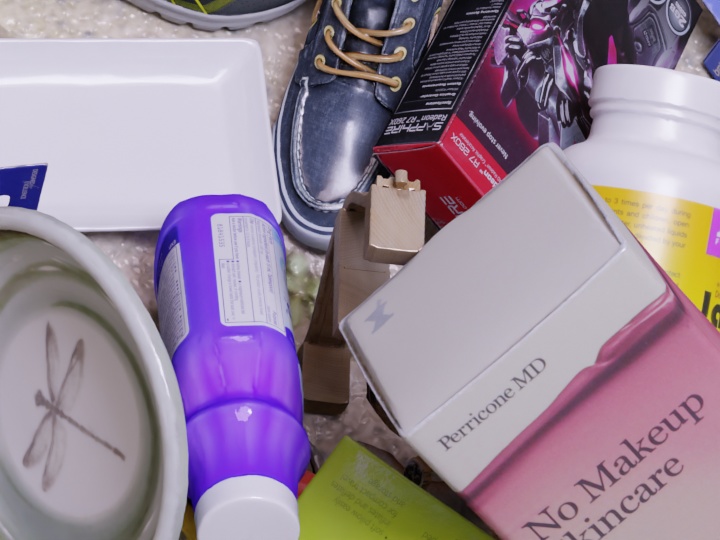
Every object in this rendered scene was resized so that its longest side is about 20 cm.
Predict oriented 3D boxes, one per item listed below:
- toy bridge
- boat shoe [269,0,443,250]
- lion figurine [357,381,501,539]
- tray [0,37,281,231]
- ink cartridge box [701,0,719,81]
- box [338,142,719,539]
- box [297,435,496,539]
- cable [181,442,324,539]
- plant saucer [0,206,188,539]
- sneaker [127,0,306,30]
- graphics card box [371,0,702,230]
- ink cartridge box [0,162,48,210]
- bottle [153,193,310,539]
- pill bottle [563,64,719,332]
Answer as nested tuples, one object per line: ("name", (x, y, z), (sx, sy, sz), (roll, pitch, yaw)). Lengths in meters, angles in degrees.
("toy bridge", (0.000, 0.000, 1.343), (0.027, 0.200, 0.068), (6, 64, -9))
("boat shoe", (0.001, -0.115, 1.446), (0.070, 0.091, 0.202), (14, 70, 1))
("lion figurine", (0.068, 0.145, 1.369), (0.122, 0.072, 0.201), (10, 55, -38))
("tray", (-0.143, -0.066, 1.433), (0.198, 0.022, 0.108), (-1, 68, -15))
("ink cartridge box", (0.273, -0.093, 1.546), (0.119, 0.042, 0.201), (-31, 80, -24))
("box", (0.107, 0.067, 1.248), (0.128, 0.109, 0.200), (-41, 120, 6))
("box", (-0.018, 0.189, 1.280), (0.122, 0.048, 0.200), (32, 82, 33))
("cable", (-0.093, 0.085, 1.364), (0.199, 0.050, 0.097), (35, 65, 1))
("plant saucer", (-0.139, 0.068, 1.296), (0.050, 0.200, 0.201), (-12, 68, -47))
("sneaker", (-0.105, -0.177, 1.457), (0.198, 0.085, 0.075), (5, 67, -13))
("graphics card box", (0.095, -0.099, 1.463), (0.126, 0.051, 0.201), (48, 56, -33))
("ink cartridge box", (-0.247, -0.008, 1.338), (0.199, 0.095, 0.037), (-8, 65, -18))
("bottle", (-0.060, 0.052, 1.331), (0.065, 0.084, 0.201), (-1, 40, -7))
("pill bottle", (0.133, 0.005, 1.391), (0.103, 0.104, 0.202), (11, 84, -10))
